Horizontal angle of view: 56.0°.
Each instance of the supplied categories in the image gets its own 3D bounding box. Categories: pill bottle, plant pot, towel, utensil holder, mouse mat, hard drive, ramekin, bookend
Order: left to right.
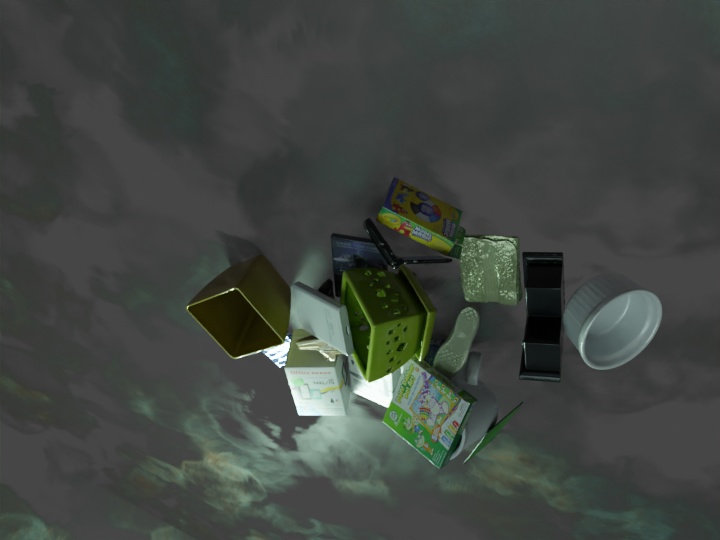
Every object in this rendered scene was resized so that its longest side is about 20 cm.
[{"bbox_3d":[-0.291,0.080,1.758,0.198,0.178,0.201,-19,121,34],"label":"plant pot"},{"bbox_3d":[-0.262,0.201,1.966,0.144,0.024,0.200,-28,116,39],"label":"towel"},{"bbox_3d":[-0.094,0.116,1.668,0.199,0.026,0.134,24,131,48],"label":"hard drive"},{"bbox_3d":[0.066,0.114,1.618,0.178,0.200,0.202,-13,135,-18],"label":"plant pot"},{"bbox_3d":[0.209,0.235,1.746,0.196,0.112,0.112,9,134,14],"label":"pill bottle"},{"bbox_3d":[0.247,0.381,1.764,0.168,0.198,0.174,5,99,38],"label":"utensil holder"},{"bbox_3d":[0.295,0.000,1.551,0.146,0.037,0.202,3,131,20],"label":"towel"},{"bbox_3d":[0.363,0.446,1.859,0.008,0.160,0.202,46,139,21],"label":"mouse mat"},{"bbox_3d":[0.397,0.101,1.488,0.090,0.202,0.201,1,132,20],"label":"bookend"},{"bbox_3d":[0.532,0.102,1.451,0.197,0.098,0.204,-11,124,-17],"label":"ramekin"}]

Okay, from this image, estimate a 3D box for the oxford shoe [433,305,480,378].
[{"bbox_3d":[0.241,0.178,1.665,0.074,0.058,0.203,26,102,13],"label":"oxford shoe"}]

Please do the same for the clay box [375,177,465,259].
[{"bbox_3d":[0.140,-0.112,1.455,0.197,0.116,0.048,25,134,-3],"label":"clay box"}]

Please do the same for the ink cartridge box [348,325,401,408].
[{"bbox_3d":[0.046,0.265,1.840,0.144,0.085,0.202,20,138,25],"label":"ink cartridge box"}]

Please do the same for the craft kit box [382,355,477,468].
[{"bbox_3d":[0.167,0.346,1.670,0.196,0.048,0.203,35,116,33],"label":"craft kit box"}]

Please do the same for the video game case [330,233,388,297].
[{"bbox_3d":[0.000,0.000,1.681,0.140,0.019,0.202,10,133,13],"label":"video game case"}]

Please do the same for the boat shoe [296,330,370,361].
[{"bbox_3d":[-0.070,0.199,1.744,0.196,0.074,0.071,-5,96,14],"label":"boat shoe"}]

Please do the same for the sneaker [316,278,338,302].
[{"bbox_3d":[-0.082,0.100,1.755,0.088,0.074,0.201,37,146,15],"label":"sneaker"}]

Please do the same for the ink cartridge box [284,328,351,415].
[{"bbox_3d":[-0.112,0.281,1.879,0.144,0.147,0.202,-2,130,11],"label":"ink cartridge box"}]

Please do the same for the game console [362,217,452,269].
[{"bbox_3d":[0.097,-0.065,1.492,0.115,0.200,0.177,-34,93,0],"label":"game console"}]
